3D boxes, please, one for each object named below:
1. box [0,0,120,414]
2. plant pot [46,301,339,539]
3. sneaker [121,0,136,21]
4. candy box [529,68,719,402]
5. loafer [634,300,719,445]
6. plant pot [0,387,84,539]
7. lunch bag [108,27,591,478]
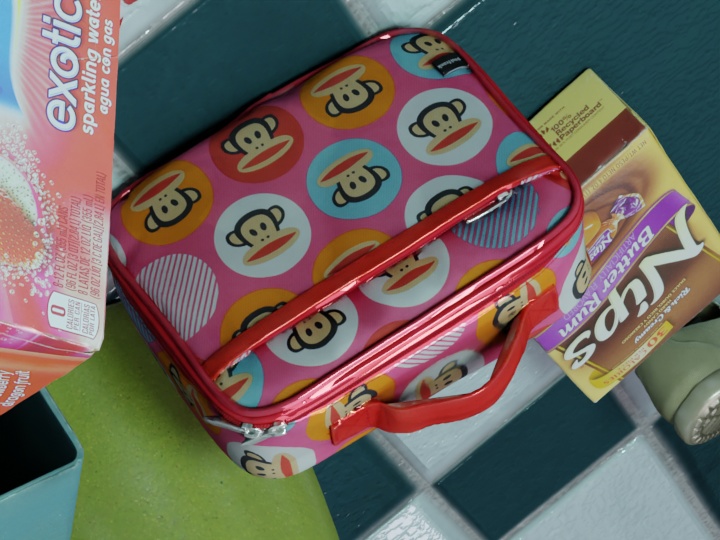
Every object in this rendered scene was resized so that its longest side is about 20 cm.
[{"bbox_3d":[-0.142,-0.059,0.807,0.095,0.201,0.100,18,149,-33],"label":"box"},{"bbox_3d":[-0.083,0.148,1.202,0.187,0.200,0.188,-27,147,-19],"label":"plant pot"},{"bbox_3d":[-0.161,-0.103,0.927,0.113,0.071,0.200,-49,155,23],"label":"sneaker"},{"bbox_3d":[0.126,-0.014,1.351,0.117,0.057,0.200,-42,150,3],"label":"candy box"},{"bbox_3d":[0.227,0.052,1.532,0.076,0.068,0.200,-50,163,21],"label":"loafer"},{"bbox_3d":[-0.211,0.103,1.082,0.141,0.142,0.200,-26,154,-20],"label":"plant pot"},{"bbox_3d":[0.000,0.000,1.123,0.200,0.176,0.082,-32,148,-12],"label":"lunch bag"}]
